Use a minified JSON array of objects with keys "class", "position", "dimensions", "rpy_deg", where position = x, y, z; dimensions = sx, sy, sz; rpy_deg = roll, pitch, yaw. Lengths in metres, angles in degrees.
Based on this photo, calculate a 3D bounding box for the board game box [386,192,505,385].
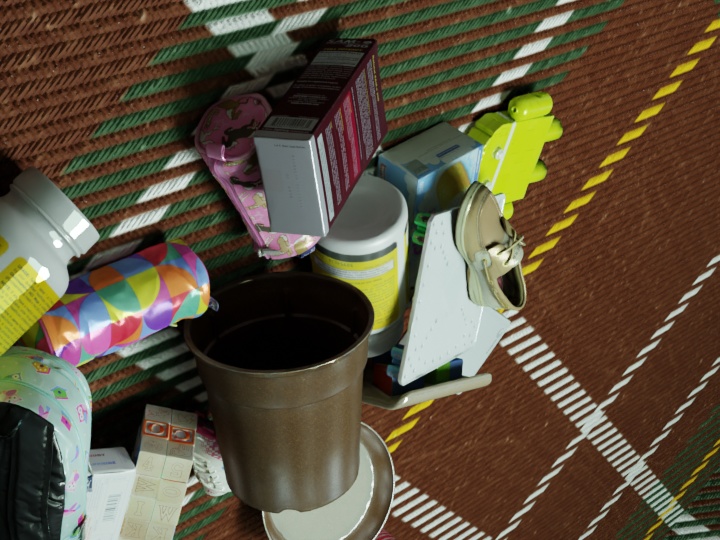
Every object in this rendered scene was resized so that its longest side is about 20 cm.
[{"class":"board game box","position":[0.101,0.015,1.590],"dimensions":[0.200,0.026,0.202],"rpy_deg":[-19,123,-58]}]

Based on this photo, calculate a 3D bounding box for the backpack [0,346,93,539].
[{"class":"backpack","position":[-0.314,0.171,1.215],"dimensions":[0.127,0.165,0.201],"rpy_deg":[-86,-172,-59]}]

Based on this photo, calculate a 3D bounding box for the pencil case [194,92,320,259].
[{"class":"pencil case","position":[-0.098,-0.090,1.361],"dimensions":[0.082,0.087,0.200],"rpy_deg":[-15,145,7]}]

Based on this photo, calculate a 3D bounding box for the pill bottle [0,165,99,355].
[{"class":"pill bottle","position":[-0.319,0.011,1.138],"dimensions":[0.200,0.112,0.113],"rpy_deg":[-45,148,-12]}]

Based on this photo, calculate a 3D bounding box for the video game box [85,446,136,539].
[{"class":"video game box","position":[-0.339,0.275,1.390],"dimensions":[0.181,0.047,0.201],"rpy_deg":[-1,123,-35]}]

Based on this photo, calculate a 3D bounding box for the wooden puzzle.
[{"class":"wooden puzzle","position":[0.031,0.123,1.655],"dimensions":[0.184,0.199,0.047],"rpy_deg":[-8,100,-49]}]

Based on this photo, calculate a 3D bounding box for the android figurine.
[{"class":"android figurine","position":[0.181,-0.140,1.711],"dimensions":[0.199,0.041,0.183],"rpy_deg":[-15,132,-50]}]

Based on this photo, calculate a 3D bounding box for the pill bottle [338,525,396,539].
[{"class":"pill bottle","position":[0.002,0.399,1.849],"dimensions":[0.112,0.200,0.113],"rpy_deg":[-34,145,-28]}]

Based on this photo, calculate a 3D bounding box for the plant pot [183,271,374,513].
[{"class":"plant pot","position":[-0.080,0.137,1.452],"dimensions":[0.199,0.199,0.200],"rpy_deg":[-26,126,-36]}]

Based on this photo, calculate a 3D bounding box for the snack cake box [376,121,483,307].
[{"class":"snack cake box","position":[0.073,-0.062,1.621],"dimensions":[0.115,0.067,0.201],"rpy_deg":[-31,142,-36]}]

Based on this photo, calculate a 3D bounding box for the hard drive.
[{"class":"hard drive","position":[0.129,0.094,1.886],"dimensions":[0.132,0.027,0.200],"rpy_deg":[-55,149,2]}]

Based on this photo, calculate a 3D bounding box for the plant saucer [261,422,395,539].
[{"class":"plant saucer","position":[-0.046,0.287,1.770],"dimensions":[0.199,0.032,0.202],"rpy_deg":[-4,98,-31]}]

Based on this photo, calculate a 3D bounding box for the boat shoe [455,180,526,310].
[{"class":"boat shoe","position":[0.157,-0.025,1.569],"dimensions":[0.074,0.066,0.201],"rpy_deg":[-58,151,-25]}]

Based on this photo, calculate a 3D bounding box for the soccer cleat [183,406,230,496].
[{"class":"soccer cleat","position":[-0.166,0.221,1.580],"dimensions":[0.087,0.070,0.200],"rpy_deg":[-56,149,-2]}]

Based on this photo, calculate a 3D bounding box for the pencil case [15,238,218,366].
[{"class":"pencil case","position":[-0.234,0.039,1.306],"dimensions":[0.199,0.088,0.089],"rpy_deg":[-22,137,-38]}]

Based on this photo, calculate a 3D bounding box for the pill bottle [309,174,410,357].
[{"class":"pill bottle","position":[0.000,0.000,1.544],"dimensions":[0.114,0.114,0.201],"rpy_deg":[-35,144,-26]}]

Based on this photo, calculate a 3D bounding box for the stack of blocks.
[{"class":"stack of blocks","position":[-0.228,0.247,1.477],"dimensions":[0.058,0.115,0.201],"rpy_deg":[12,117,-11]}]

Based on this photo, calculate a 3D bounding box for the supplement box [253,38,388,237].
[{"class":"supplement box","position":[-0.034,-0.134,1.323],"dimensions":[0.200,0.060,0.110],"rpy_deg":[-60,149,-49]}]
